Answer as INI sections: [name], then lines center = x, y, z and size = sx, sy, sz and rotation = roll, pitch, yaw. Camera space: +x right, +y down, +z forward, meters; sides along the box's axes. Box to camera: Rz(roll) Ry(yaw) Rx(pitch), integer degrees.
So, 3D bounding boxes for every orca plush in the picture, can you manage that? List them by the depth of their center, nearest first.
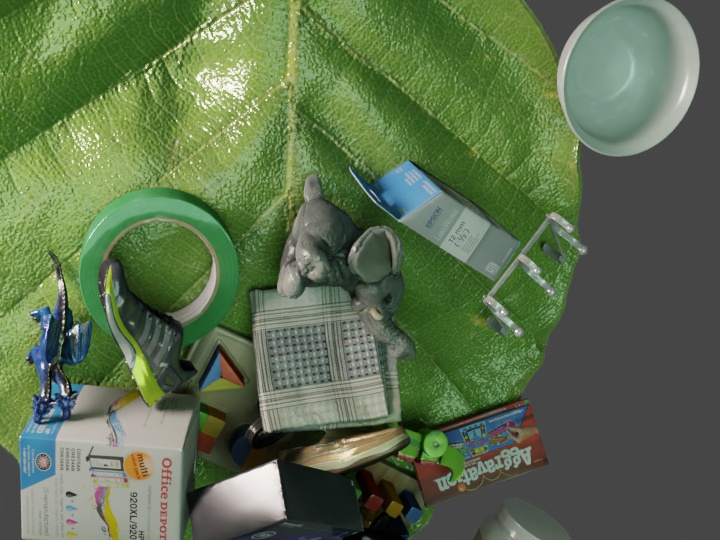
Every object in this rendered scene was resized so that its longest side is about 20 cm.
[orca plush]
center = 0.044, 0.378, 1.325
size = 0.198, 0.104, 0.072
rotation = 19, 75, -34

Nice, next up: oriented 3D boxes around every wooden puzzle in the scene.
[wooden puzzle]
center = -0.167, 0.190, 1.292
size = 0.198, 0.046, 0.187
rotation = 24, 102, -23

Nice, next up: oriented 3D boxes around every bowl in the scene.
[bowl]
center = 0.335, -0.260, 1.239
size = 0.197, 0.090, 0.205
rotation = -6, 112, -14

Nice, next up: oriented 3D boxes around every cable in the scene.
[cable]
center = -0.072, 0.182, 1.297
size = 0.198, 0.050, 0.098
rotation = -31, 146, -14

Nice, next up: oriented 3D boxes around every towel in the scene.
[towel]
center = -0.043, 0.112, 1.253
size = 0.196, 0.035, 0.196
rotation = -3, 76, -16

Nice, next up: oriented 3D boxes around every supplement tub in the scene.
[supplement tub]
center = 0.225, 0.471, 1.456
size = 0.143, 0.145, 0.202
rotation = 23, 102, -22

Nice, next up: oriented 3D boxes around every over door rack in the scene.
[over door rack]
center = 0.232, 0.016, 1.251
size = 0.066, 0.200, 0.148
rotation = 38, 87, 15

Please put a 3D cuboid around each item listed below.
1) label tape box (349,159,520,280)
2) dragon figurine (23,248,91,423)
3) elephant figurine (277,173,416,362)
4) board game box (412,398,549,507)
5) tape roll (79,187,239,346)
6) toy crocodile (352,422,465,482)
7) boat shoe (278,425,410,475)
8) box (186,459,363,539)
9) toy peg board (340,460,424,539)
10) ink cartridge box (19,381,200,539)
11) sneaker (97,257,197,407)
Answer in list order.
[label tape box]
center = 0.092, -0.082, 1.207
size = 0.199, 0.144, 0.067
rotation = 32, 101, -24
[dragon figurine]
center = -0.367, 0.082, 1.153
size = 0.058, 0.099, 0.204
rotation = 12, 91, -38
[elephant figurine]
center = 0.000, 0.000, 1.224
size = 0.197, 0.142, 0.157
rotation = 17, 120, -14
[board game box]
center = 0.174, 0.271, 1.407
size = 0.197, 0.019, 0.105
rotation = -17, 84, -9
[tape roll]
center = -0.254, -0.001, 1.193
size = 0.197, 0.048, 0.204
rotation = -6, 112, -14
[toy crocodile]
center = 0.060, 0.245, 1.348
size = 0.197, 0.067, 0.063
rotation = 21, 79, -10
[boat shoe]
center = -0.029, 0.239, 1.284
size = 0.197, 0.072, 0.077
rotation = -23, 73, 16
[box]
center = -0.104, 0.309, 1.204
size = 0.140, 0.080, 0.199
rotation = -26, 152, 19
[toy peg board]
center = -0.009, 0.381, 1.381
size = 0.198, 0.098, 0.201
rotation = 30, 100, -23
[ink cartridge box]
center = -0.311, 0.246, 1.196
size = 0.196, 0.145, 0.150
rotation = 5, 109, -3
[sneaker]
center = -0.264, 0.068, 1.159
size = 0.080, 0.074, 0.203
rotation = -24, 122, -13
